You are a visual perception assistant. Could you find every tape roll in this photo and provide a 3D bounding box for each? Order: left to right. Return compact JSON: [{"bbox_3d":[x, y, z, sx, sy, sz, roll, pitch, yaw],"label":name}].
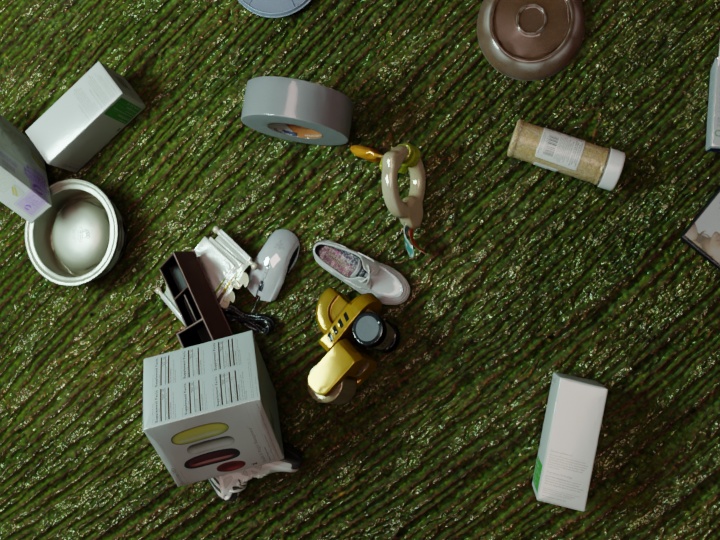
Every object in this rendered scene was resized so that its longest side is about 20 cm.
[{"bbox_3d":[-0.111,-0.279,1.290,0.194,0.200,0.068,10,89,9],"label":"tape roll"}]

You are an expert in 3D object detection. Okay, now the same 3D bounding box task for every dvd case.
[{"bbox_3d":[0.673,-0.049,1.249,0.199,0.018,0.144,41,93,8],"label":"dvd case"}]

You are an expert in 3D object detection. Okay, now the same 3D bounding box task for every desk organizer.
[{"bbox_3d":[-0.306,0.069,1.326,0.070,0.077,0.204,-27,85,15],"label":"desk organizer"}]

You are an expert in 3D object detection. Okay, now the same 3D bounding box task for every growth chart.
[{"bbox_3d":[-0.291,0.020,1.377,0.200,0.018,0.145,-46,71,11],"label":"growth chart"}]

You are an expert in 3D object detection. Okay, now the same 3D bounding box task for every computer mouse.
[{"bbox_3d":[-0.181,0.016,1.369,0.107,0.044,0.204,25,92,10],"label":"computer mouse"}]

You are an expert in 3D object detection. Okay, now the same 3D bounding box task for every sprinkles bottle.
[{"bbox_3d":[0.360,-0.204,1.280,0.195,0.068,0.070,20,91,9],"label":"sprinkles bottle"}]

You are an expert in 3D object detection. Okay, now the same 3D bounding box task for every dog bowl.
[{"bbox_3d":[-0.545,-0.070,1.415,0.194,0.074,0.207,0,87,9],"label":"dog bowl"}]

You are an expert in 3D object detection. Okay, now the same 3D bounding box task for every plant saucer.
[{"bbox_3d":[0.309,-0.450,1.317,0.194,0.032,0.207,-1,87,9],"label":"plant saucer"}]

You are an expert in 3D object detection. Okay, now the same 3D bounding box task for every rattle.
[{"bbox_3d":[0.050,-0.124,1.328,0.139,0.131,0.205,-2,114,19],"label":"rattle"}]

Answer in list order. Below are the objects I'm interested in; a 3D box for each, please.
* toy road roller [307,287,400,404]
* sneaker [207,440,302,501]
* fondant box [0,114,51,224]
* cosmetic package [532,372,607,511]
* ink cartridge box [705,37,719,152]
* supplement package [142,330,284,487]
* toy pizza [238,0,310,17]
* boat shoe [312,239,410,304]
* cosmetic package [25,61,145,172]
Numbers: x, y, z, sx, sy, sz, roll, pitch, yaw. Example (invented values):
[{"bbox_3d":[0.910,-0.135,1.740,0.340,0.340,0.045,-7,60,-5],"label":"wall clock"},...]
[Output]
[{"bbox_3d":[-0.034,0.126,1.308,0.146,0.123,0.201,42,94,23],"label":"toy road roller"},{"bbox_3d":[-0.202,0.373,1.354,0.195,0.075,0.119,8,98,17],"label":"sneaker"},{"bbox_3d":[-0.658,-0.201,1.359,0.058,0.145,0.202,-35,48,6],"label":"fondant box"},{"bbox_3d":[0.354,0.286,1.235,0.082,0.108,0.206,10,88,10],"label":"cosmetic package"},{"bbox_3d":[0.700,-0.300,1.243,0.193,0.041,0.207,6,89,9],"label":"ink cartridge box"},{"bbox_3d":[-0.252,0.242,1.261,0.194,0.194,0.149,-14,46,-2],"label":"supplement package"},{"bbox_3d":[-0.160,-0.584,1.395,0.194,0.032,0.207,0,88,8],"label":"toy pizza"},{"bbox_3d":[0.000,0.000,1.328,0.197,0.068,0.073,34,93,9],"label":"boat shoe"},{"bbox_3d":[-0.529,-0.293,1.404,0.199,0.108,0.085,-42,83,7],"label":"cosmetic package"}]
